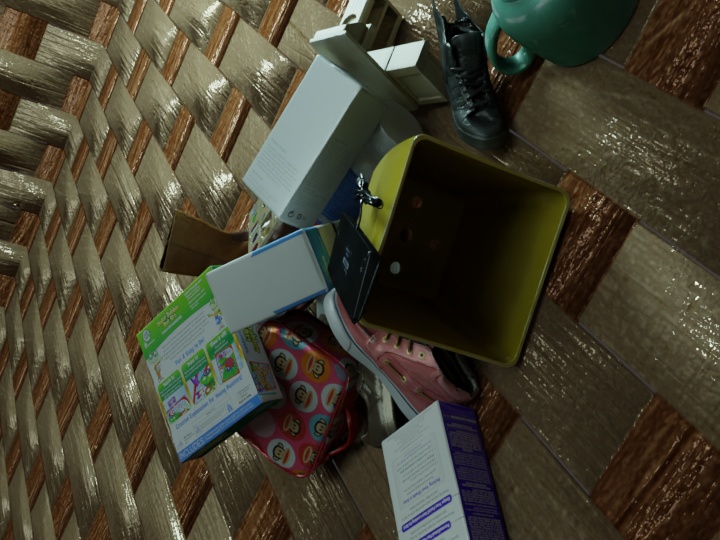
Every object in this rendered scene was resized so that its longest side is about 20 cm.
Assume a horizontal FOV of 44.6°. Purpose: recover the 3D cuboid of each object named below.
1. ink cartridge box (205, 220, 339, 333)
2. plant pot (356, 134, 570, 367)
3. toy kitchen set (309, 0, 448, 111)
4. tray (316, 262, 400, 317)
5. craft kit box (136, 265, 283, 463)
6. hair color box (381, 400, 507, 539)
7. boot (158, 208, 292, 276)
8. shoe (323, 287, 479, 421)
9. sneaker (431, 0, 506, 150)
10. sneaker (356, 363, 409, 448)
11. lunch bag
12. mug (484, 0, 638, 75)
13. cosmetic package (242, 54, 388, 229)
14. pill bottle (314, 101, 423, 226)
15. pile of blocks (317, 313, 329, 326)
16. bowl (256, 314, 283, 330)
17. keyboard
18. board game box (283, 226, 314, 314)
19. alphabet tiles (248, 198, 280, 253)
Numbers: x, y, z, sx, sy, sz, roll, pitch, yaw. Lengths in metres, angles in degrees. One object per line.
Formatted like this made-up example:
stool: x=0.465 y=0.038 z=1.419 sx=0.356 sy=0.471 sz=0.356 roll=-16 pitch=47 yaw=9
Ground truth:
ink cartridge box: x=-0.086 y=0.002 z=1.137 sx=0.143 sy=0.200 sz=0.085 roll=-24 pitch=91 yaw=17
plant pot: x=0.084 y=-0.028 z=0.996 sx=0.176 sy=0.198 sz=0.203 roll=24 pitch=96 yaw=69
toy kitchen set: x=0.028 y=-0.341 z=1.217 sx=0.198 sy=0.163 sz=0.182 roll=3 pitch=65 yaw=45
tray: x=0.000 y=0.000 z=1.248 sx=0.199 sy=0.022 sz=0.109 roll=-31 pitch=53 yaw=47
craft kit box: x=-0.210 y=0.128 z=1.190 sx=0.199 sy=0.048 sz=0.199 roll=-37 pitch=71 yaw=35
hair color box: x=0.092 y=0.259 z=0.960 sx=0.109 sy=0.064 sz=0.202 roll=-43 pitch=42 yaw=37
boot: x=-0.211 y=-0.064 z=1.427 sx=0.190 sy=0.198 sz=0.069 roll=-66 pitch=24 yaw=14
shoe: x=0.049 y=0.085 z=1.013 sx=0.091 sy=0.201 sz=0.071 roll=-35 pitch=7 yaw=38
sneaker: x=0.131 y=-0.247 z=1.082 sx=0.105 sy=0.059 sz=0.201 roll=81 pitch=176 yaw=-47
sneaker: x=0.022 y=0.123 z=1.109 sx=0.075 sy=0.070 sz=0.203 roll=-22 pitch=59 yaw=37
lunch bag: x=-0.076 y=0.171 z=1.179 sx=0.175 sy=0.082 sz=0.202 roll=33 pitch=116 yaw=18
mug: x=0.211 y=-0.306 z=0.977 sx=0.152 sy=0.113 sz=0.187 roll=39 pitch=109 yaw=55
cosmetic package: x=-0.061 y=-0.167 z=1.156 sx=0.102 sy=0.074 sz=0.201 roll=44 pitch=105 yaw=34
pill bottle: x=-0.002 y=-0.141 z=1.231 sx=0.200 sy=0.111 sz=0.114 roll=-41 pitch=45 yaw=41
pile of blocks: x=-0.032 y=0.094 z=1.233 sx=0.199 sy=0.082 sz=0.062 roll=-18 pitch=26 yaw=44
bowl: x=-0.161 y=0.104 z=1.313 sx=0.090 sy=0.200 sz=0.203 roll=-34 pitch=47 yaw=21
keyboard: x=-0.002 y=-0.030 z=0.921 sx=0.200 sy=0.020 sz=0.129 roll=-123 pitch=46 yaw=-72
board game box: x=-0.105 y=0.010 z=1.336 sx=0.200 sy=0.019 sz=0.104 roll=-43 pitch=67 yaw=53
alphabet tiles: x=-0.112 y=-0.124 z=1.296 sx=0.201 sy=0.007 sz=0.168 roll=-53 pitch=22 yaw=21
